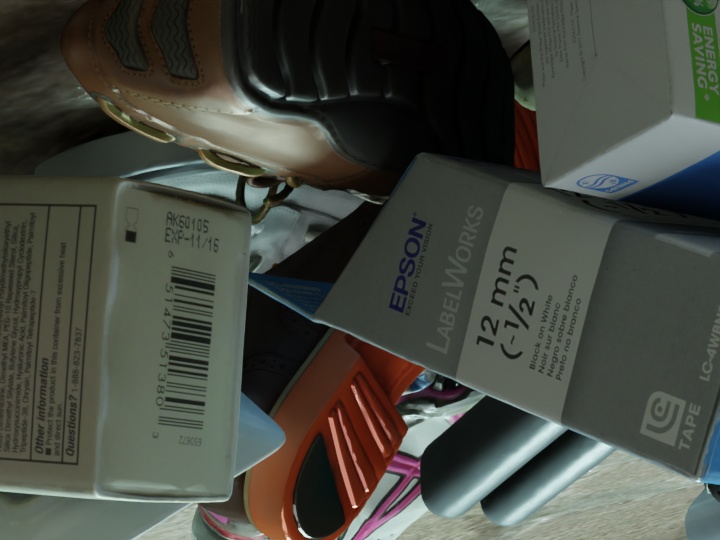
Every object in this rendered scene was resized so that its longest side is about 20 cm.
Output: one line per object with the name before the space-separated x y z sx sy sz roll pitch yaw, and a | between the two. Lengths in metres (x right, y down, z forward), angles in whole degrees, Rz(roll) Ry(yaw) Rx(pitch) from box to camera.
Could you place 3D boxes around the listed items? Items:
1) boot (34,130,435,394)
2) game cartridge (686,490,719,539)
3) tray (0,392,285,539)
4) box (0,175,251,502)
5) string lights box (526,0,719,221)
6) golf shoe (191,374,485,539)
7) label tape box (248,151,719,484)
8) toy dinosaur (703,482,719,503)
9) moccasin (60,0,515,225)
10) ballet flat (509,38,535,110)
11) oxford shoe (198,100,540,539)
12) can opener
boot | -0.034 0.004 1.040 0.073 0.096 0.199 -21 165 34
game cartridge | 0.225 0.054 1.188 0.200 0.041 0.133 -37 -179 -33
tray | -0.116 0.035 0.968 0.107 0.022 0.200 -32 -145 -16
box | -0.139 0.019 0.879 0.199 0.096 0.078 3 176 29
string lights box | 0.142 -0.063 0.822 0.199 0.104 0.059 9 157 -33
golf shoe | 0.009 0.065 1.162 0.199 0.073 0.092 -32 149 -29
label tape box | 0.081 0.008 0.863 0.143 0.067 0.199 7 -168 -44
toy dinosaur | 0.148 0.011 1.053 0.102 0.136 0.200 -35 -156 -18
moccasin | -0.015 -0.053 0.871 0.077 0.074 0.201 -4 178 31
ballet flat | 0.146 -0.078 0.955 0.199 0.057 0.066 -11 167 -9
oxford shoe | 0.000 0.000 0.987 0.072 0.200 0.071 18 148 32
can opener | 0.084 0.034 1.046 0.052 0.067 0.200 11 145 -22
